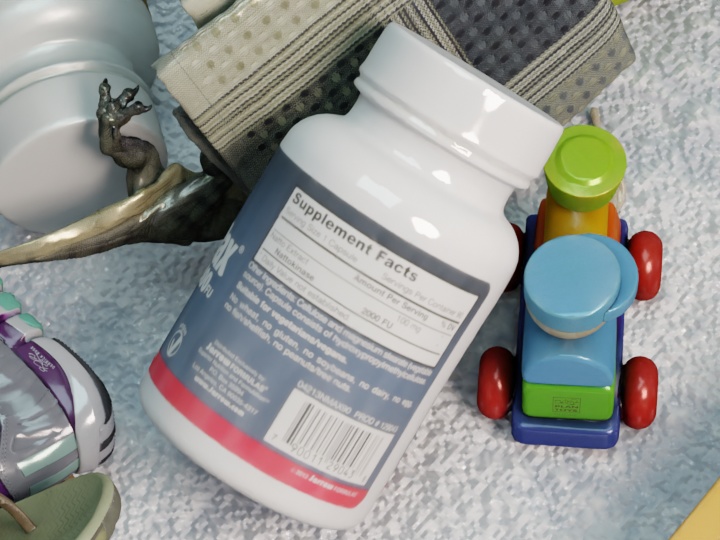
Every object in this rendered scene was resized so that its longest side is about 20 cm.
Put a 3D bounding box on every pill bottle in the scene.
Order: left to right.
[{"bbox_3d":[-0.164,-0.124,1.062,0.114,0.115,0.201,-16,58,-7],"label":"pill bottle"},{"bbox_3d":[0.000,0.000,0.921,0.119,0.119,0.201,35,99,23],"label":"pill bottle"}]

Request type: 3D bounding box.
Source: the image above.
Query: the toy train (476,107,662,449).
[{"bbox_3d":[0.102,-0.029,0.984,0.084,0.116,0.201,4,58,6],"label":"toy train"}]

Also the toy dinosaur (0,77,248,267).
[{"bbox_3d":[-0.091,-0.044,0.987,0.199,0.089,0.047,-12,38,-36],"label":"toy dinosaur"}]

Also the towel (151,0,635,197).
[{"bbox_3d":[0.018,-0.100,0.968,0.200,0.193,0.035,-39,46,-1],"label":"towel"}]

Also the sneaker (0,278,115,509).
[{"bbox_3d":[-0.205,0.035,0.977,0.087,0.075,0.200,-34,57,-31],"label":"sneaker"}]

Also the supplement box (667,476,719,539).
[{"bbox_3d":[0.207,0.093,0.931,0.066,0.069,0.200,34,64,23],"label":"supplement box"}]

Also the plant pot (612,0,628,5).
[{"bbox_3d":[0.092,-0.238,1.078,0.198,0.182,0.201,-22,59,-10],"label":"plant pot"}]

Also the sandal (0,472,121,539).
[{"bbox_3d":[-0.198,0.117,0.870,0.199,0.058,0.080,-11,25,-5],"label":"sandal"}]

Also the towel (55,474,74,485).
[{"bbox_3d":[-0.218,0.146,0.911,0.198,0.022,0.147,-11,25,-4],"label":"towel"}]
